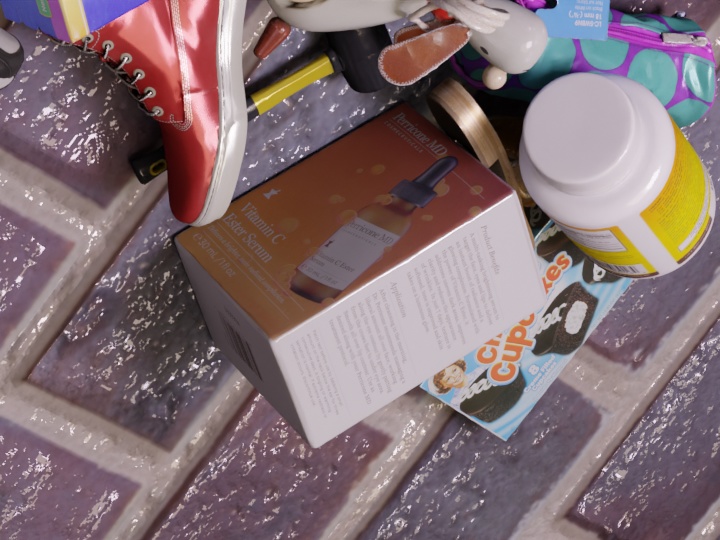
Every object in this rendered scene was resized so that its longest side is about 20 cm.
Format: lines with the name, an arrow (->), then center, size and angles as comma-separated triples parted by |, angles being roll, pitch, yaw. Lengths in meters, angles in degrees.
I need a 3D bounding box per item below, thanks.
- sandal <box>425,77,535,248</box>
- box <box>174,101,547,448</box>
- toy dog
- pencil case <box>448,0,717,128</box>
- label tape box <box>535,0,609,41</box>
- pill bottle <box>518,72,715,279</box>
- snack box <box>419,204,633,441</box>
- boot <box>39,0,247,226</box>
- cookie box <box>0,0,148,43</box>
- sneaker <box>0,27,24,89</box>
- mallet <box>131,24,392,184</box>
sandal -> 0.110, -0.084, 1.802 | 0.070, 0.078, 0.212 | -40, 149, -5
box -> 0.000, 0.000, 1.753 | 0.200, 0.152, 0.107 | -32, 130, -15
toy dog -> 0.010, -0.157, 1.634 | 0.097, 0.199, 0.132 | -67, 162, 13
pencil case -> 0.160, -0.156, 1.805 | 0.199, 0.085, 0.092 | 7, 147, -36
label tape box -> 0.133, -0.257, 1.689 | 0.144, 0.063, 0.201 | -1, 93, -34
pill bottle -> 0.176, -0.069, 1.762 | 0.109, 0.109, 0.200 | -48, 155, 2
snack box -> 0.131, 0.025, 1.937 | 0.116, 0.037, 0.200 | 33, 97, -42
boot -> -0.147, -0.123, 1.620 | 0.144, 0.072, 0.201 | -7, 107, -30
cookie box -> -0.137, -0.257, 1.507 | 0.200, 0.075, 0.172 | -33, 126, -30
sneaker -> -0.272, -0.171, 1.511 | 0.200, 0.074, 0.080 | 28, 99, -43
mallet -> -0.068, -0.123, 1.710 | 0.199, 0.041, 0.066 | -25, 129, -14
